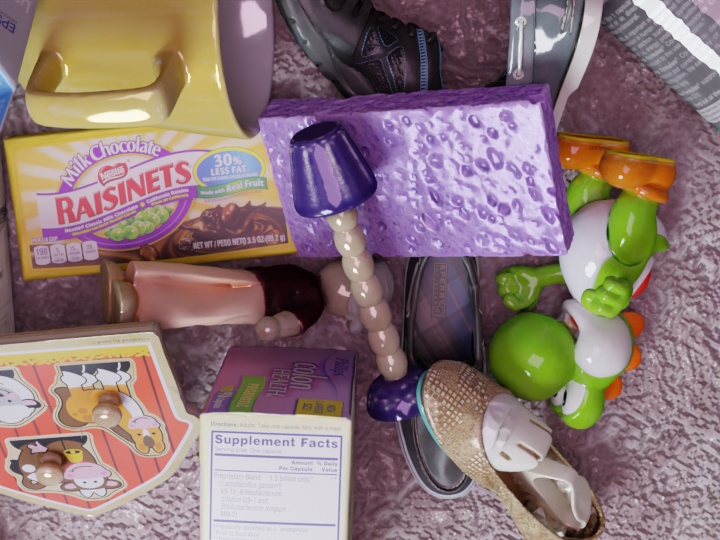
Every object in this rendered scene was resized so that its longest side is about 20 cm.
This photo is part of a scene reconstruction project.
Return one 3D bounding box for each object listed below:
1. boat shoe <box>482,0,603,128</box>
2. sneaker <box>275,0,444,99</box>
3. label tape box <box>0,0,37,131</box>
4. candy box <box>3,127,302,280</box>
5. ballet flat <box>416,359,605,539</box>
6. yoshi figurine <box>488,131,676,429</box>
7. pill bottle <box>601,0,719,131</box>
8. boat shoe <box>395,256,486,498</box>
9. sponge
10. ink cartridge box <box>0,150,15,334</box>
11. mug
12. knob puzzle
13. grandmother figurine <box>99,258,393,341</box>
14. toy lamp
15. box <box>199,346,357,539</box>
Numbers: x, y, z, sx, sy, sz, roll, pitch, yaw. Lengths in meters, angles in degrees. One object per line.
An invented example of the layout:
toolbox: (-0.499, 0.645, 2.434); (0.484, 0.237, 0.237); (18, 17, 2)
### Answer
boat shoe: (0.099, -0.112, 1.117); (0.061, 0.073, 0.200); (11, 136, -9)
sneaker: (0.007, -0.152, 1.149); (0.082, 0.073, 0.200); (-34, 108, 4)
label tape box: (-0.273, -0.164, 1.074); (0.143, 0.201, 0.066); (-11, 147, 35)
candy box: (-0.143, -0.053, 1.191); (0.199, 0.026, 0.103); (-6, 98, 3)
ballet flat: (0.111, 0.126, 1.158); (0.200, 0.065, 0.071); (47, 56, -40)
yoshi figurine: (0.142, 0.011, 1.160); (0.111, 0.112, 0.201); (13, 104, 16)
pill bottle: (0.213, -0.185, 1.108); (0.200, 0.113, 0.113); (40, 100, -7)
boat shoe: (0.056, 0.067, 1.191); (0.068, 0.057, 0.201); (-2, 101, 2)
sponge: (0.037, -0.062, 1.115); (0.199, 0.030, 0.112); (-1, 122, 26)
ink cartridge box: (-0.323, -0.017, 1.175); (0.146, 0.083, 0.201); (-2, 101, 3)
mug: (-0.149, -0.160, 1.100); (0.152, 0.187, 0.150); (0, 90, 11)
knob puzzle: (-0.205, 0.116, 1.165); (0.218, 0.031, 0.220); (-1, 139, -1)
grandmother figurine: (-0.070, 0.017, 1.159); (0.199, 0.121, 0.061); (-4, 120, -20)
toy lamp: (0.000, 0.000, 1.114); (0.058, 0.058, 0.201); (-15, 113, 5)
box: (-0.054, 0.170, 1.154); (0.096, 0.176, 0.201); (3, 101, 1)
